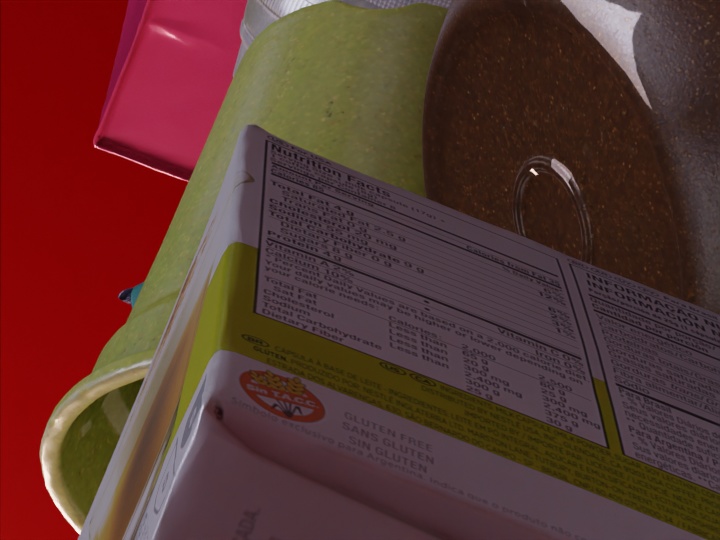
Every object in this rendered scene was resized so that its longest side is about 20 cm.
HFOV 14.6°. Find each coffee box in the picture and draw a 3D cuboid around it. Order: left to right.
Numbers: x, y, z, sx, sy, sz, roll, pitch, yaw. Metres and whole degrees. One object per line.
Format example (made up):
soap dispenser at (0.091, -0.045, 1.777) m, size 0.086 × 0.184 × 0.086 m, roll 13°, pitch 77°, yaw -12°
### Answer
coffee box at (0.024, 0.114, 0.652) m, size 0.198 × 0.199 × 0.200 m, roll -93°, pitch 25°, yaw -71°

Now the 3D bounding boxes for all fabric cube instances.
fabric cube at (-0.044, -0.175, 1.831) m, size 0.200 × 0.195 × 0.201 m, roll -82°, pitch 15°, yaw -58°

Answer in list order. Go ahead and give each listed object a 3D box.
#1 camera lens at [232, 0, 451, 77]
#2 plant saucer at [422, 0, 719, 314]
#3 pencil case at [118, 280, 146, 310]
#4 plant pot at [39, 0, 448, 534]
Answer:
camera lens at (0.039, -0.158, 1.360) m, size 0.160 × 0.159 × 0.201 m, roll -93°, pitch 25°, yaw -71°
plant saucer at (0.070, -0.017, 0.840) m, size 0.200 × 0.037 × 0.201 m, roll 39°, pitch 136°, yaw 50°
pencil case at (0.000, 0.000, 1.175) m, size 0.199 × 0.085 × 0.092 m, roll -29°, pitch -15°, yaw 9°
plant pot at (0.001, 0.010, 1.027) m, size 0.201 × 0.199 × 0.185 m, roll 122°, pitch 163°, yaw -55°
